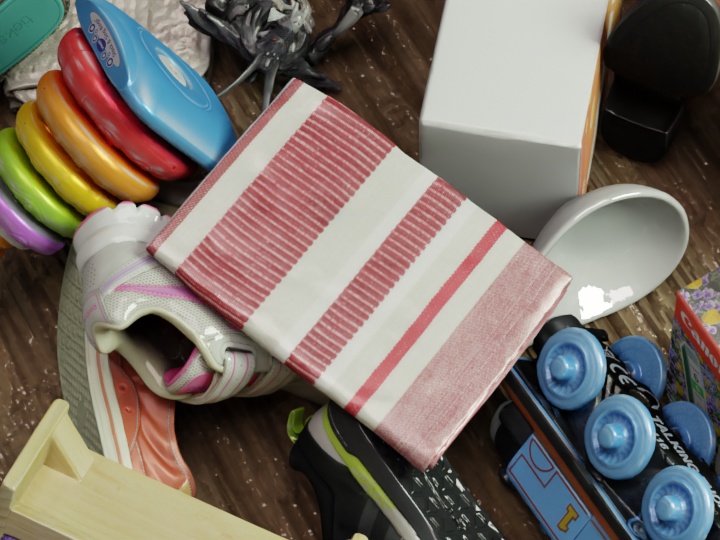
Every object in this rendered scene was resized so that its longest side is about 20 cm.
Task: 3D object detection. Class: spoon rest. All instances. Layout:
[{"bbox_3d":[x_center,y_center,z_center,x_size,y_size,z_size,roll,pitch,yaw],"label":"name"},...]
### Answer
[{"bbox_3d":[0.099,0.010,1.493,0.199,0.100,0.061,-22,51,4],"label":"spoon rest"}]

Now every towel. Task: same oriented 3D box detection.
[{"bbox_3d":[0.000,0.000,1.430,0.200,0.023,0.144,37,68,7],"label":"towel"},{"bbox_3d":[-0.156,-0.188,1.634,0.132,0.035,0.201,-1,63,3],"label":"towel"}]

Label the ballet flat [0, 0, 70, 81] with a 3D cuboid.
[{"bbox_3d":[-0.263,-0.122,1.585,0.200,0.068,0.075,-44,39,3],"label":"ballet flat"}]

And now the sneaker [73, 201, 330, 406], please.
[{"bbox_3d":[-0.078,0.043,1.458,0.199,0.081,0.089,22,49,-15],"label":"sneaker"}]

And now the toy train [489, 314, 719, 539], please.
[{"bbox_3d":[0.141,0.118,1.421,0.114,0.086,0.200,-53,53,24],"label":"toy train"}]

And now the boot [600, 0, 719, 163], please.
[{"bbox_3d":[0.212,-0.184,1.525,0.068,0.188,0.201,21,68,13],"label":"boot"}]

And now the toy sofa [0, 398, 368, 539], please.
[{"bbox_3d":[-0.105,0.163,1.388,0.199,0.098,0.083,25,37,2],"label":"toy sofa"}]

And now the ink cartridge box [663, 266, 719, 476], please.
[{"bbox_3d":[0.217,0.057,1.395,0.050,0.200,0.109,-28,65,-11],"label":"ink cartridge box"}]

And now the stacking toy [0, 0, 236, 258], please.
[{"bbox_3d":[-0.180,-0.052,1.480,0.200,0.110,0.116,-40,49,12],"label":"stacking toy"}]

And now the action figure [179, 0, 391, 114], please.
[{"bbox_3d":[-0.040,-0.193,1.588,0.118,0.102,0.201,23,59,-17],"label":"action figure"}]

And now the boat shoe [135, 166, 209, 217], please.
[{"bbox_3d":[-0.109,-0.052,1.540,0.199,0.075,0.069,18,71,13],"label":"boat shoe"}]

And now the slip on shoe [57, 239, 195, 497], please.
[{"bbox_3d":[-0.138,0.057,1.497,0.061,0.074,0.201,-1,60,-23],"label":"slip on shoe"}]

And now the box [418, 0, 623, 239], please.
[{"bbox_3d":[0.101,-0.137,1.541,0.097,0.125,0.201,9,65,8],"label":"box"}]

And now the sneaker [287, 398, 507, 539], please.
[{"bbox_3d":[0.026,0.157,1.442,0.072,0.083,0.201,-15,72,-52],"label":"sneaker"}]
